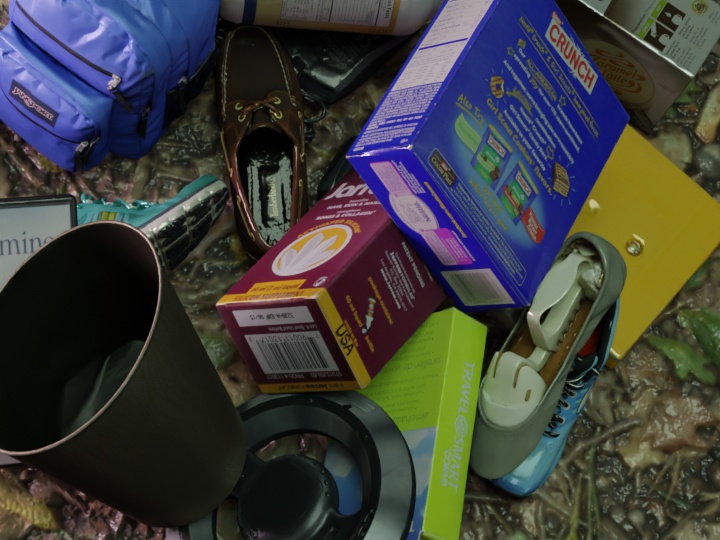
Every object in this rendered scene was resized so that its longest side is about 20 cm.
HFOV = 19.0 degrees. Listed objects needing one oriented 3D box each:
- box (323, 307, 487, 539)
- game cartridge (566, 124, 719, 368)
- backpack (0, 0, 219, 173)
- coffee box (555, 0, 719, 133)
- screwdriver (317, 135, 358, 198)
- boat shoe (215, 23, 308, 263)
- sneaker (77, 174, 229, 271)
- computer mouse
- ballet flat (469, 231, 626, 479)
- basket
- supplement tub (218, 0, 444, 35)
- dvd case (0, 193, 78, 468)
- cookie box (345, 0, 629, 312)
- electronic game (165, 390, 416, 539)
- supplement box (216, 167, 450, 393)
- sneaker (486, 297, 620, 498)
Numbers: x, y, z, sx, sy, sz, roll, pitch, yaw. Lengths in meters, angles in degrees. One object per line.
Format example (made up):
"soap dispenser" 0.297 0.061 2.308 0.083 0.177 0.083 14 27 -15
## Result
"box" 0.027 0.135 1.610 0.048 0.121 0.202 29 60 -38
"game cartridge" 0.186 -0.045 1.775 0.200 0.032 0.176 41 65 7
"backpack" -0.195 -0.178 1.639 0.162 0.200 0.168 32 65 0
"coffee box" 0.195 -0.219 1.798 0.199 0.114 0.080 35 65 1
"screwdriver" 0.025 -0.131 1.770 0.029 0.028 0.200 50 61 -25
"boat shoe" -0.075 -0.104 1.691 0.070 0.070 0.202 -10 80 -3
"sneaker" -0.191 -0.030 1.653 0.199 0.078 0.080 -27 68 -22
"computer mouse" -0.025 -0.196 1.775 0.199 0.053 0.139 -36 82 -11
"ballet flat" 0.128 0.059 1.604 0.067 0.064 0.201 28 84 33
"basket" -0.168 0.093 1.522 0.135 0.200 0.181 15 66 29
"supplement tub" -0.012 -0.260 1.686 0.198 0.145 0.146 3 68 -7
"dvd case" -0.274 0.048 1.574 0.141 0.018 0.202 -5 102 -15
"cookie box" 0.100 -0.100 1.606 0.171 0.075 0.201 52 54 -30
"electronic game" -0.052 0.174 1.572 0.198 0.042 0.201 -13 57 20
"supplement box" 0.000 0.000 1.626 0.200 0.110 0.086 -47 120 -39
"sneaker" 0.146 0.079 1.667 0.078 0.090 0.201 22 84 -4
